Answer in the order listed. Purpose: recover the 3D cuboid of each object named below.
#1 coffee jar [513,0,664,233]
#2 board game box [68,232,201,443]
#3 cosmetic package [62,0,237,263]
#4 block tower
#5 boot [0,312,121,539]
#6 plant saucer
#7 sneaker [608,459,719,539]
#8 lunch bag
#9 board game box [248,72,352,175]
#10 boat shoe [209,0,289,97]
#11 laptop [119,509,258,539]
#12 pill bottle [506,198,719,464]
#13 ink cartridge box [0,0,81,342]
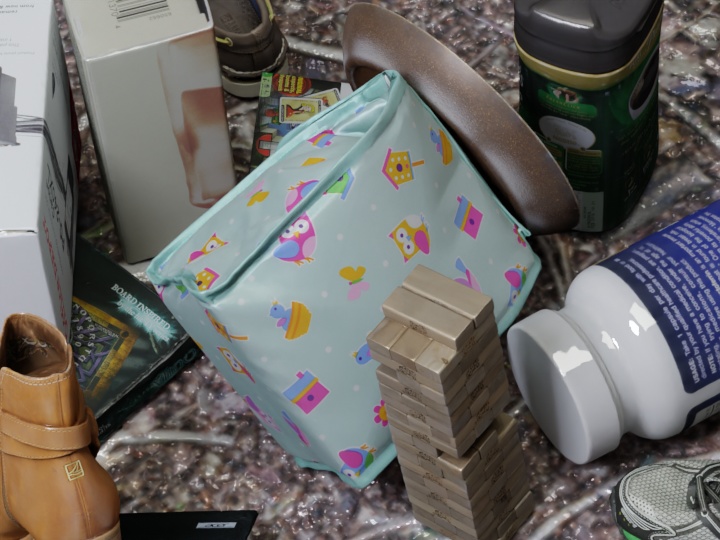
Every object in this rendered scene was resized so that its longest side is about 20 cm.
[{"bbox_3d":[0.146,-0.123,1.521,0.085,0.200,0.104,19,56,18],"label":"coffee jar"},{"bbox_3d":[-0.216,0.032,1.539,0.200,0.028,0.135,35,62,28],"label":"board game box"},{"bbox_3d":[-0.135,-0.112,1.536,0.087,0.200,0.104,-15,54,-8],"label":"cosmetic package"},{"bbox_3d":[0.053,0.087,1.370,0.058,0.200,0.054,26,59,32],"label":"block tower"},{"bbox_3d":[-0.191,0.096,1.377,0.073,0.155,0.200,-21,25,-26],"label":"boot"},{"bbox_3d":[0.056,-0.088,1.509,0.032,0.200,0.200,-45,61,-11],"label":"plant saucer"},{"bbox_3d":[0.245,0.129,1.392,0.199,0.085,0.078,-2,52,4],"label":"sneaker"},{"bbox_3d":[0.000,0.000,1.434,0.200,0.171,0.122,-46,22,-16],"label":"lunch bag"},{"bbox_3d":[-0.026,-0.046,1.579,0.104,0.024,0.201,8,52,-5],"label":"board game box"},{"bbox_3d":[-0.114,-0.208,1.696,0.072,0.060,0.200,-25,55,-14],"label":"boat shoe"},{"bbox_3d":[-0.158,0.235,1.374,0.176,0.103,0.201,-3,77,15],"label":"laptop"},{"bbox_3d":[0.196,0.033,1.450,0.199,0.116,0.116,-26,55,-16],"label":"pill bottle"},{"bbox_3d":[-0.227,-0.050,1.494,0.083,0.146,0.201,-3,51,0],"label":"ink cartridge box"}]
